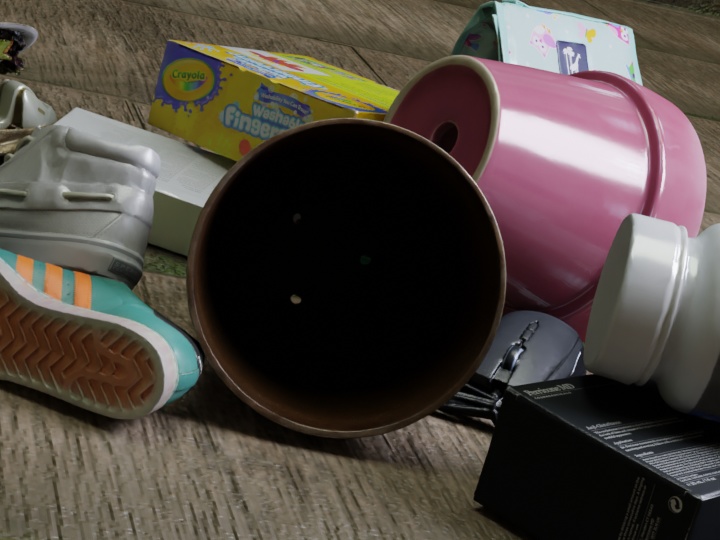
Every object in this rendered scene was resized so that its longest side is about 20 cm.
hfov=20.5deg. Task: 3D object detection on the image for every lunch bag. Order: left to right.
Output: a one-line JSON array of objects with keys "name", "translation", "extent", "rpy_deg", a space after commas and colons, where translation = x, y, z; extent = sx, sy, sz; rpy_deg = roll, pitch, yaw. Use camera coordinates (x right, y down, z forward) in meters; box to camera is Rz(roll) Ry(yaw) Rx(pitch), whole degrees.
[{"name": "lunch bag", "translation": [0.154, -0.134, 1.756], "extent": [0.170, 0.200, 0.122], "rpy_deg": [4, 19, -34]}]

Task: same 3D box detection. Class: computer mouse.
[{"name": "computer mouse", "translation": [0.131, 0.069, 1.331], "extent": [0.140, 0.046, 0.200], "rpy_deg": [20, 17, 22]}]

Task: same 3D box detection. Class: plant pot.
[{"name": "plant pot", "translation": [-0.019, -0.001, 1.250], "extent": [0.187, 0.187, 0.200], "rpy_deg": [12, 2, -7]}, {"name": "plant pot", "translation": [0.115, -0.065, 1.425], "extent": [0.179, 0.200, 0.200], "rpy_deg": [21, 9, -37]}]

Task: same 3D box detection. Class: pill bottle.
[{"name": "pill bottle", "translation": [0.236, 0.038, 1.135], "extent": [0.200, 0.114, 0.114], "rpy_deg": [15, 16, -1]}]

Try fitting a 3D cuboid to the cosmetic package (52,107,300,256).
[{"name": "cosmetic package", "translation": [-0.148, -0.058, 1.484], "extent": [0.200, 0.051, 0.083], "rpy_deg": [19, 30, 15]}]

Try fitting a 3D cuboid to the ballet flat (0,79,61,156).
[{"name": "ballet flat", "translation": [-0.288, -0.117, 1.556], "extent": [0.071, 0.065, 0.200], "rpy_deg": [25, 19, 32]}]

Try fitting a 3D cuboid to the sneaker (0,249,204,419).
[{"name": "sneaker", "translation": [-0.183, 0.030, 1.162], "extent": [0.200, 0.071, 0.080], "rpy_deg": [24, 13, 17]}]

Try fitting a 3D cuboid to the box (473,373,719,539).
[{"name": "box", "translation": [0.186, 0.119, 1.154], "extent": [0.200, 0.079, 0.141], "rpy_deg": [-4, 28, -47]}]

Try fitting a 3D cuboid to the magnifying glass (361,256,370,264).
[{"name": "magnifying glass", "translation": [0.000, 0.000, 1.494], "extent": [0.200, 0.022, 0.080], "rpy_deg": [22, 18, 28]}]

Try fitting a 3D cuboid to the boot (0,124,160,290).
[{"name": "boot", "translation": [-0.214, -0.043, 1.242], "extent": [0.200, 0.096, 0.074], "rpy_deg": [6, -18, 24]}]

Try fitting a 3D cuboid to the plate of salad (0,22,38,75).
[{"name": "plate of salad", "translation": [-0.350, -0.154, 1.565], "extent": [0.200, 0.048, 0.200], "rpy_deg": [-15, -4, -1]}]

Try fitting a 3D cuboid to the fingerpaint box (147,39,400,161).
[{"name": "fingerpaint box", "translation": [-0.033, -0.112, 1.526], "extent": [0.200, 0.073, 0.167], "rpy_deg": [24, 15, 36]}]
